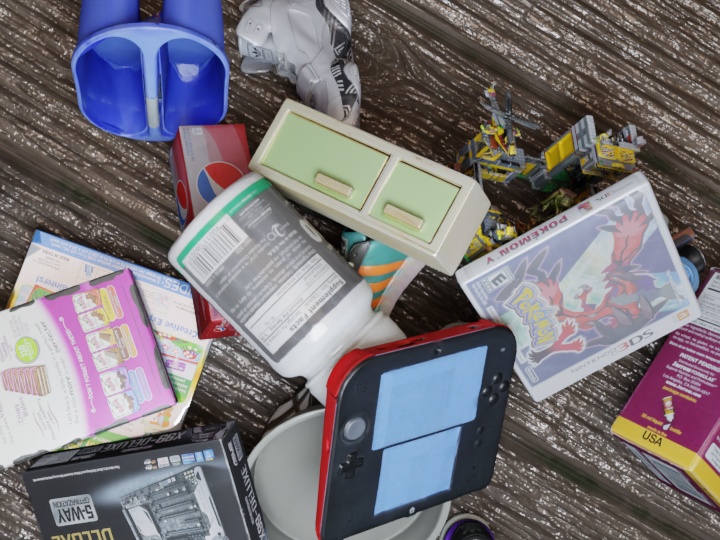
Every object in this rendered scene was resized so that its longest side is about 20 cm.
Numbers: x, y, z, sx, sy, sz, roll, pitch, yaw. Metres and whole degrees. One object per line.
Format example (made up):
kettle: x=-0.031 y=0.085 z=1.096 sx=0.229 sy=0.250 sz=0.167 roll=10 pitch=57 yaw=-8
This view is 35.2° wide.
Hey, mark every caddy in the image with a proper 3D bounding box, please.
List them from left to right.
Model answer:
caddy: x=-0.195 y=-0.189 z=1.062 sx=0.141 sy=0.200 sz=0.105 roll=-1 pitch=68 yaw=-8

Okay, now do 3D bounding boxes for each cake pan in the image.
cake pan: x=-0.015 y=0.205 z=1.069 sx=0.200 sy=0.037 sz=0.200 roll=-1 pitch=116 yaw=-2

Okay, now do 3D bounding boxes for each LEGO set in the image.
LEGO set: x=0.183 y=-0.077 z=1.046 sx=0.200 sy=0.116 sz=0.154 roll=16 pitch=60 yaw=-22

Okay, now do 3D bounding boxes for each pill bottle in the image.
pill bottle: x=-0.062 y=0.020 z=0.993 sx=0.113 sy=0.113 sz=0.200 roll=-44 pitch=90 yaw=-9

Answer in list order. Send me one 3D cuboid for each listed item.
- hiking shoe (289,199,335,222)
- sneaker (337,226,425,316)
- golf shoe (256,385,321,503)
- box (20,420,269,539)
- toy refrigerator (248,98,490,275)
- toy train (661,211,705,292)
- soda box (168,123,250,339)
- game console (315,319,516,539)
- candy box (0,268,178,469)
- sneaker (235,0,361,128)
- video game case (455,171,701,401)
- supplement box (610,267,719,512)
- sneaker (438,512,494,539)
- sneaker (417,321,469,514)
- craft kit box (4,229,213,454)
hiking shoe: x=0.022 y=-0.060 z=1.117 sx=0.200 sy=0.101 sz=0.076 roll=19 pitch=83 yaw=-5
sneaker: x=0.000 y=0.000 z=1.070 sx=0.080 sy=0.071 sz=0.200 roll=33 pitch=96 yaw=-25
golf shoe: x=-0.035 y=0.139 z=1.096 sx=0.078 sy=0.094 sz=0.200 roll=36 pitch=83 yaw=-4
box: x=-0.191 y=0.232 z=1.038 sx=0.200 sy=0.050 sz=0.158 roll=-11 pitch=102 yaw=13
toy refrigerator: x=0.006 y=-0.076 z=1.001 sx=0.200 sy=0.070 sz=0.076 roll=27 pitch=84 yaw=23
toy train: x=0.250 y=0.007 z=1.150 sx=0.200 sy=0.087 sz=0.114 roll=-28 pitch=83 yaw=-9
soda box: x=-0.133 y=-0.038 z=1.089 sx=0.070 sy=0.063 sz=0.200 roll=-5 pitch=71 yaw=-22
game console: x=0.050 y=0.137 z=0.978 sx=0.200 sy=0.031 sz=0.177 roll=-10 pitch=114 yaw=-36
candy box: x=-0.284 y=0.094 z=1.044 sx=0.200 sy=0.061 sz=0.136 roll=-19 pitch=88 yaw=-9
sneaker: x=-0.062 y=-0.197 z=1.121 sx=0.115 sy=0.075 sz=0.200 roll=-5 pitch=64 yaw=-3
video game case: x=0.204 y=0.022 z=1.033 sx=0.182 sy=0.023 sz=0.200 roll=-29 pitch=133 yaw=8
supplement box: x=0.358 y=0.120 z=1.114 sx=0.200 sy=0.103 sz=0.131 roll=-55 pitch=130 yaw=-9
sneaker: x=0.112 y=0.340 z=1.089 sx=0.070 sy=0.100 sz=0.200 roll=-7 pitch=85 yaw=-6
sneaker: x=0.076 y=0.144 z=1.108 sx=0.076 sy=0.092 sz=0.200 roll=19 pitch=85 yaw=-6
craft kit box: x=-0.253 y=0.086 z=1.100 sx=0.200 sy=0.049 sz=0.198 roll=20 pitch=80 yaw=-5
